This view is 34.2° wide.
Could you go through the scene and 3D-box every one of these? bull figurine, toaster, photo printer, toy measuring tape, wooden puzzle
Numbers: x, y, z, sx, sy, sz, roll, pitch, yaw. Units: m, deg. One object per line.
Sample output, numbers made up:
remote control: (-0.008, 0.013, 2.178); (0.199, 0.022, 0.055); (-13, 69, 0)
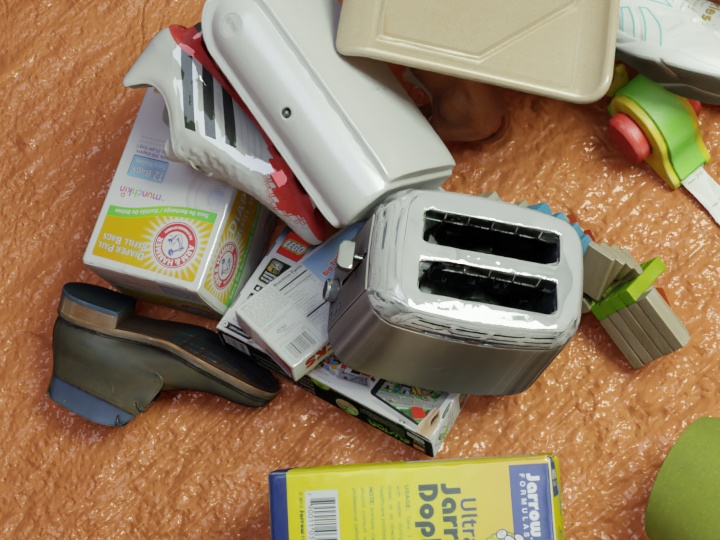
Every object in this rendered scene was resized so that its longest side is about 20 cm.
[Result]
bull figurine: (0.050, -0.189, 0.945); (0.120, 0.065, 0.203); (-17, 97, 33)
toaster: (0.075, 0.019, 0.829); (0.197, 0.129, 0.115); (11, 68, -7)
photo printer: (-0.026, -0.134, 0.871); (0.069, 0.166, 0.201); (-38, 82, 23)
toy measuring tape: (0.251, -0.091, 0.900); (0.073, 0.074, 0.201); (-38, 68, 0)
wooden puzzle: (0.091, -0.219, 0.860); (0.197, 0.037, 0.188); (10, 69, 0)

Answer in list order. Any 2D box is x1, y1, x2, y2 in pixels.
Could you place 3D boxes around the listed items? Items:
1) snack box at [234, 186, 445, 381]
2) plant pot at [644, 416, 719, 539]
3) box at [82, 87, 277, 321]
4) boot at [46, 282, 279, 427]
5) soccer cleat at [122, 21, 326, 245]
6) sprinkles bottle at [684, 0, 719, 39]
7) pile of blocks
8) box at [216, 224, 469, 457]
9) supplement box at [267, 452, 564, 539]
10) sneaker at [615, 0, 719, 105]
snack box: (0.000, 0.000, 0.916); (0.199, 0.024, 0.072); (-38, 60, -22)
plant pot: (0.294, 0.181, 0.761); (0.199, 0.187, 0.189); (25, 80, 35)
box: (-0.131, -0.071, 0.972); (0.111, 0.101, 0.203); (14, 77, 18)
boot: (-0.166, 0.091, 0.962); (0.198, 0.075, 0.098); (24, 104, 10)
soccer cleat: (-0.100, -0.093, 0.883); (0.085, 0.069, 0.201); (-36, 89, 7)
sprinkles bottle: (0.286, -0.169, 0.917); (0.198, 0.068, 0.069); (27, 80, 20)
pile of blocks: (0.173, -0.013, 0.890); (0.199, 0.083, 0.062); (38, 55, 19)
box: (-0.002, 0.052, 0.923); (0.198, 0.035, 0.111); (26, 66, 20)
supplement box: (0.044, 0.191, 0.834); (0.197, 0.109, 0.111); (-6, 81, 13)
sneaker: (0.216, -0.184, 0.864); (0.199, 0.070, 0.081); (31, 91, 31)
